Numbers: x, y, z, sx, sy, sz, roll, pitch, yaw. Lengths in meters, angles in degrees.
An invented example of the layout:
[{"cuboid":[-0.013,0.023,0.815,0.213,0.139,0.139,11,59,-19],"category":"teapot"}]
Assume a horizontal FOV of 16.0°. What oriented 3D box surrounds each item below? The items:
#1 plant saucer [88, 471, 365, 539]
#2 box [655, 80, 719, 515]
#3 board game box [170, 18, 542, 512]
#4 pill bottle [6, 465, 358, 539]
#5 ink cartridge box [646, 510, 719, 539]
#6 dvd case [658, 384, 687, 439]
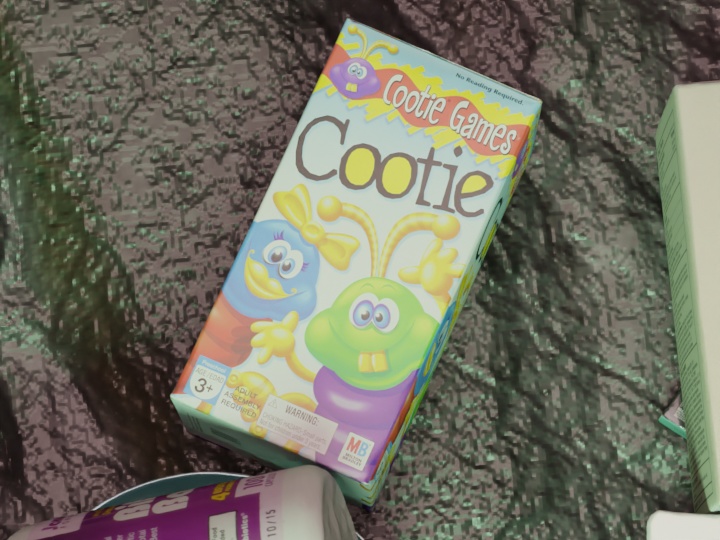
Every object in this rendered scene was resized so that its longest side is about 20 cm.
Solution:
[{"cuboid":[-0.072,0.197,1.225,0.200,0.027,0.200,0,76,1],"category":"plant saucer"},{"cuboid":[0.190,0.015,1.207,0.078,0.095,0.200,-4,79,0],"category":"box"},{"cuboid":[0.000,0.000,1.229,0.103,0.105,0.200,23,79,6],"category":"board game box"},{"cuboid":[-0.100,0.160,1.158,0.200,0.112,0.112,-13,77,7],"category":"pill bottle"},{"cuboid":[0.179,0.214,1.183,0.116,0.068,0.200,4,84,1],"category":"ink cartridge box"},{"cuboid":[0.260,0.030,1.260,0.146,0.022,0.200,32,81,8],"category":"dvd case"}]
